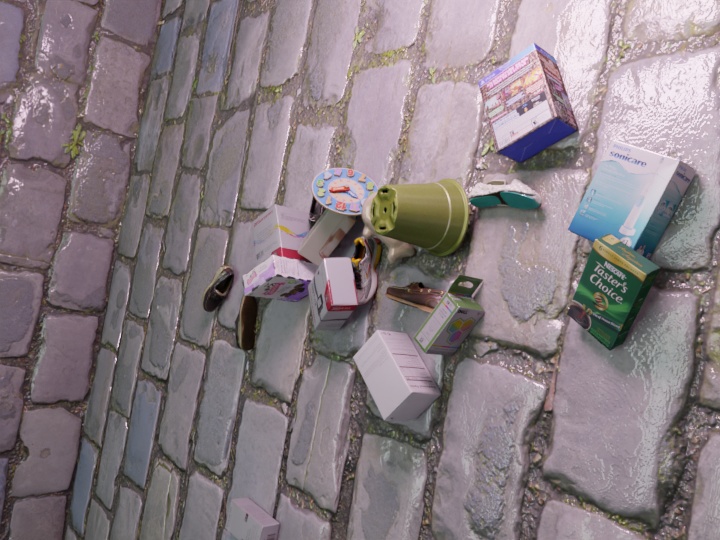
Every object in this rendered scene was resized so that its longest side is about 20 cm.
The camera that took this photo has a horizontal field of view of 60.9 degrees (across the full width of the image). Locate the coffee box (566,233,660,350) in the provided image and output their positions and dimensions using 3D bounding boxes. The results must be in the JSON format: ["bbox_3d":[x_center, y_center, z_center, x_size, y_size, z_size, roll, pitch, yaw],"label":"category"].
[{"bbox_3d":[0.478,0.042,1.175,0.123,0.044,0.200,49,146,38],"label":"coffee box"}]

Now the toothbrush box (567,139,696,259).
[{"bbox_3d":[0.526,-0.135,1.197,0.146,0.085,0.200,35,108,46],"label":"toothbrush box"}]

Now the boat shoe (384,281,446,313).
[{"bbox_3d":[0.150,0.064,1.578,0.200,0.070,0.071,16,89,41],"label":"boat shoe"}]

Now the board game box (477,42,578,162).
[{"bbox_3d":[0.379,-0.378,1.398,0.159,0.097,0.200,-28,63,41],"label":"board game box"}]

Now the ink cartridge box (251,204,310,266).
[{"bbox_3d":[-0.249,-0.086,1.979,0.145,0.144,0.200,-29,62,41],"label":"ink cartridge box"}]

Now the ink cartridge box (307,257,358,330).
[{"bbox_3d":[-0.083,0.071,1.758,0.200,0.083,0.146,125,138,-58],"label":"ink cartridge box"}]

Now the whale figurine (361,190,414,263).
[{"bbox_3d":[0.083,-0.122,1.677,0.159,0.104,0.200,-23,85,8],"label":"whale figurine"}]

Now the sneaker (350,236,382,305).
[{"bbox_3d":[0.000,0.000,1.740,0.078,0.082,0.201,0,83,47],"label":"sneaker"}]

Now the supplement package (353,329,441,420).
[{"bbox_3d":[0.091,0.267,1.560,0.117,0.117,0.200,-50,49,27],"label":"supplement package"}]

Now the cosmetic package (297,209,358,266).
[{"bbox_3d":[-0.093,-0.121,1.835,0.200,0.087,0.103,-49,13,29],"label":"cosmetic package"}]

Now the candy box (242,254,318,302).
[{"bbox_3d":[-0.236,0.029,1.901,0.168,0.200,0.072,-30,61,40],"label":"candy box"}]

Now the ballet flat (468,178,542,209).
[{"bbox_3d":[0.338,-0.185,1.429,0.200,0.072,0.072,9,88,47],"label":"ballet flat"}]

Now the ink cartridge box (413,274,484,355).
[{"bbox_3d":[0.225,0.110,1.457,0.200,0.104,0.059,-58,47,21],"label":"ink cartridge box"}]

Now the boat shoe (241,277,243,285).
[{"bbox_3d":[-0.349,0.048,2.129,0.200,0.072,0.062,-1,98,55],"label":"boat shoe"}]

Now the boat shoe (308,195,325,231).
[{"bbox_3d":[-0.138,-0.205,1.950,0.067,0.057,0.201,20,96,47],"label":"boat shoe"}]

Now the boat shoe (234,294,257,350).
[{"bbox_3d":[-0.412,0.180,2.153,0.065,0.073,0.201,-2,80,42],"label":"boat shoe"}]

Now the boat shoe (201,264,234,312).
[{"bbox_3d":[-0.535,0.076,2.299,0.065,0.073,0.200,44,114,46],"label":"boat shoe"}]

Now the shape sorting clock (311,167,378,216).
[{"bbox_3d":[-0.041,-0.230,1.757,0.039,0.200,0.200,106,147,-51],"label":"shape sorting clock"}]

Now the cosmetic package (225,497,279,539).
[{"bbox_3d":[-0.347,0.815,1.952,0.200,0.074,0.102,11,89,47],"label":"cosmetic package"}]

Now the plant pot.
[{"bbox_3d":[0.132,-0.140,1.519,0.200,0.190,0.201,-10,79,59],"label":"plant pot"}]
